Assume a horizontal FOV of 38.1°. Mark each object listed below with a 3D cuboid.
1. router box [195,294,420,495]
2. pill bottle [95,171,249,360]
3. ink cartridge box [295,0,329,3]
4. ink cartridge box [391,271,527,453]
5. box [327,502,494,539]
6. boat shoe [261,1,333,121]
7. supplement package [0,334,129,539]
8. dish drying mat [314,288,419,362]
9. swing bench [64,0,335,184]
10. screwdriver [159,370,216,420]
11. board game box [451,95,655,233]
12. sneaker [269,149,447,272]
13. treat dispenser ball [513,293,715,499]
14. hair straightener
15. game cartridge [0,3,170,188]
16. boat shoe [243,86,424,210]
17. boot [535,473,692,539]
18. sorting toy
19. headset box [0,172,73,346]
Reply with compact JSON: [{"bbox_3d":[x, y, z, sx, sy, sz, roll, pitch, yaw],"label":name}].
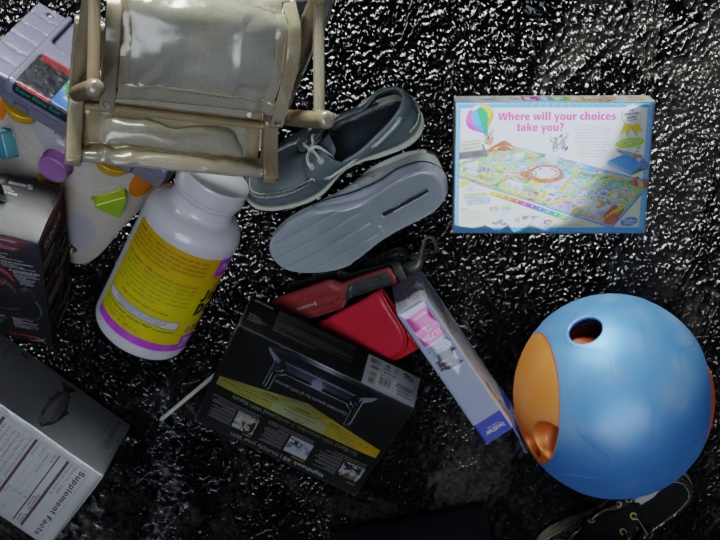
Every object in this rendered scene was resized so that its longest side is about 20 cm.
[{"bbox_3d":[-0.057,0.135,1.099,0.198,0.053,0.158,26,128,-6],"label":"router box"},{"bbox_3d":[-0.187,-0.015,1.056,0.103,0.105,0.201,28,116,-7],"label":"pill bottle"},{"bbox_3d":[-0.051,-0.310,0.916,0.196,0.083,0.148,-5,106,3],"label":"ink cartridge box"},{"bbox_3d":[0.102,0.096,1.084,0.042,0.120,0.201,-35,105,9],"label":"ink cartridge box"},{"bbox_3d":[0.074,0.394,1.188,0.193,0.118,0.203,-12,109,7],"label":"box"},{"bbox_3d":[-0.073,-0.227,1.010,0.074,0.069,0.203,15,109,-3],"label":"boat shoe"},{"bbox_3d":[-0.373,0.177,1.134,0.199,0.117,0.118,37,106,-10],"label":"supplement package"},{"bbox_3d":[-0.033,0.092,1.111,0.198,0.018,0.077,-29,104,30],"label":"dish drying mat"},{"bbox_3d":[-0.142,-0.165,0.886,0.196,0.200,0.132,3,79,-20],"label":"swing bench"},{"bbox_3d":[-0.155,0.111,1.149,0.199,0.029,0.028,-40,103,13],"label":"screwdriver"},{"bbox_3d":[0.192,-0.107,1.057,0.196,0.034,0.137,1,109,2],"label":"board game box"},{"bbox_3d":[0.000,-0.059,1.064,0.197,0.071,0.074,-22,115,15],"label":"sneaker"},{"bbox_3d":[0.252,0.125,1.045,0.197,0.201,0.204,1,109,2],"label":"treat dispenser ball"},{"bbox_3d":[0.000,0.000,1.078,0.198,0.077,0.041,-25,105,32],"label":"hair straightener"},{"bbox_3d":[-0.254,-0.171,1.005,0.198,0.130,0.039,30,127,-8],"label":"game cartridge"},{"bbox_3d":[-0.033,-0.125,1.033,0.197,0.062,0.074,-24,70,5],"label":"boat shoe"},{"bbox_3d":[0.284,0.305,1.130,0.198,0.151,0.074,-30,105,12],"label":"boot"},{"bbox_3d":[-0.305,-0.095,1.065,0.198,0.107,0.181,29,127,-7],"label":"sorting toy"},{"bbox_3d":[-0.372,-0.023,1.039,0.146,0.076,0.201,13,142,-1],"label":"headset box"}]
